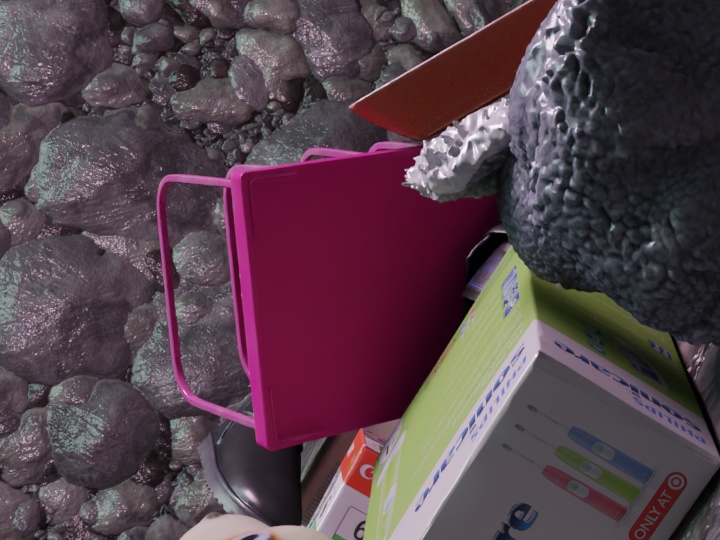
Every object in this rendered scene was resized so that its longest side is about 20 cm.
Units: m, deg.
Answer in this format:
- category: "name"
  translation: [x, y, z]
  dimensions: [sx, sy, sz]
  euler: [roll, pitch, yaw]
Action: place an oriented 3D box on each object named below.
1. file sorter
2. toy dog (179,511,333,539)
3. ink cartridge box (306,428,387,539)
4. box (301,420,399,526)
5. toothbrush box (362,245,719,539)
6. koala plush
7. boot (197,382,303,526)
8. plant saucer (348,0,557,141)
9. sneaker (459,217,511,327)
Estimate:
- category: "file sorter"
  translation: [0.000, 0.000, 0.834]
  dimensions: [0.125, 0.199, 0.140]
  euler: [10, 108, 57]
- category: "toy dog"
  translation: [-0.065, 0.202, 0.673]
  dimensions: [0.139, 0.194, 0.201]
  euler: [2, -62, -43]
- category: "ink cartridge box"
  translation: [0.004, 0.144, 0.944]
  dimensions: [0.201, 0.050, 0.109]
  euler: [-61, 0, -1]
- category: "box"
  translation: [0.031, 0.109, 1.087]
  dimensions: [0.200, 0.082, 0.068]
  euler: [-58, 3, 18]
- category: "toothbrush box"
  translation: [0.070, 0.083, 0.654]
  dimensions: [0.146, 0.086, 0.200]
  euler: [-59, 3, 14]
- category: "koala plush"
  translation: [0.107, -0.046, 0.560]
  dimensions: [0.200, 0.177, 0.185]
  euler: [140, 150, -69]
- category: "boot"
  translation: [-0.025, 0.081, 1.040]
  dimensions: [0.200, 0.066, 0.165]
  euler: [-49, 25, 1]
- category: "plant saucer"
  translation: [0.099, -0.129, 0.838]
  dimensions: [0.199, 0.037, 0.200]
  euler: [-28, 3, 11]
- category: "sneaker"
  translation: [0.100, -0.012, 0.769]
  dimensions: [0.070, 0.078, 0.201]
  euler: [26, 100, 58]
